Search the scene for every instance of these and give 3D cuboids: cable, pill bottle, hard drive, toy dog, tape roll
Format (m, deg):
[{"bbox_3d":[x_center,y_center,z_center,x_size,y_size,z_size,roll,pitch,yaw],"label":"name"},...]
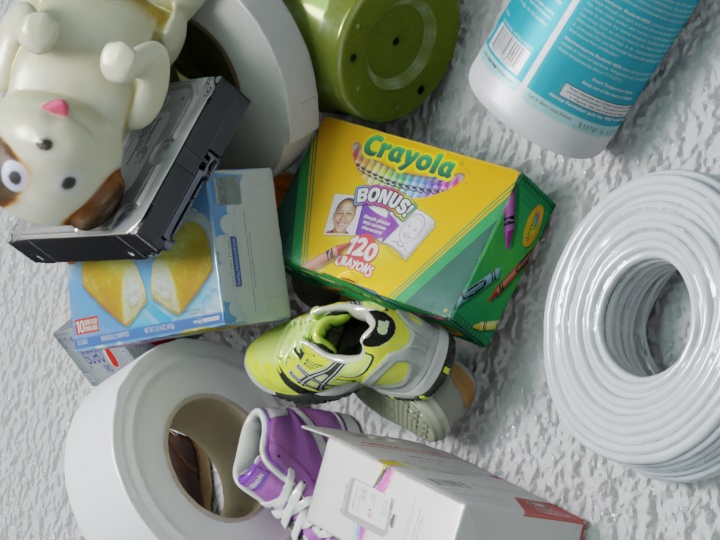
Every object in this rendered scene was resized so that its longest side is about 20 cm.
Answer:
[{"bbox_3d":[0.202,0.035,1.293,0.200,0.069,0.201,7,86,52],"label":"cable"},{"bbox_3d":[0.166,-0.184,1.367,0.200,0.111,0.111,-58,42,23],"label":"pill bottle"},{"bbox_3d":[-0.177,-0.073,1.504,0.200,0.038,0.140,0,58,53],"label":"hard drive"},{"bbox_3d":[-0.211,-0.127,1.437,0.194,0.139,0.201,-48,23,53],"label":"toy dog"},{"bbox_3d":[-0.128,0.158,1.566,0.071,0.202,0.203,-33,56,41],"label":"tape roll"},{"bbox_3d":[-0.119,-0.153,1.542,0.202,0.037,0.203,25,131,31],"label":"tape roll"}]

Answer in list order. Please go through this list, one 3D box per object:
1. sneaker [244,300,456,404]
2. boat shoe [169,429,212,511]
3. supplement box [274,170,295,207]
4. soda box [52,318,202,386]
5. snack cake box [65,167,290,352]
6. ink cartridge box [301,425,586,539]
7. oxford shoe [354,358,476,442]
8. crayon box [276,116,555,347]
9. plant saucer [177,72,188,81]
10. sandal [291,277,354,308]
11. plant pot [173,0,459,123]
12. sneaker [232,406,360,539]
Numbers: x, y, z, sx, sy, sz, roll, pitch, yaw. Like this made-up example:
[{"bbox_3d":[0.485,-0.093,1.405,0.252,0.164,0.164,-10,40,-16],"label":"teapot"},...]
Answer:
[{"bbox_3d":[-0.020,0.050,1.457,0.200,0.076,0.076,-9,56,47],"label":"sneaker"},{"bbox_3d":[-0.157,0.227,1.690,0.070,0.070,0.201,-42,51,35],"label":"boat shoe"},{"bbox_3d":[-0.140,-0.051,1.742,0.200,0.073,0.126,26,100,51],"label":"supplement box"},{"bbox_3d":[-0.201,0.052,1.732,0.068,0.064,0.200,-40,9,-20],"label":"soda box"},{"bbox_3d":[-0.145,-0.006,1.541,0.200,0.067,0.115,-12,86,48],"label":"snack cake box"},{"bbox_3d":[0.046,0.169,1.413,0.200,0.116,0.068,22,97,53],"label":"ink cartridge box"},{"bbox_3d":[0.026,0.073,1.518,0.058,0.075,0.200,-38,28,-14],"label":"oxford shoe"},{"bbox_3d":[0.032,-0.031,1.482,0.200,0.058,0.119,19,78,40],"label":"crayon box"},{"bbox_3d":[-0.177,-0.180,1.750,0.199,0.048,0.200,-34,14,13],"label":"plant saucer"},{"bbox_3d":[0.000,0.000,1.567,0.200,0.054,0.082,8,86,52],"label":"sandal"},{"bbox_3d":[-0.031,-0.208,1.575,0.193,0.200,0.201,30,104,40],"label":"plant pot"},{"bbox_3d":[-0.040,0.191,1.518,0.073,0.114,0.201,-47,48,31],"label":"sneaker"}]
